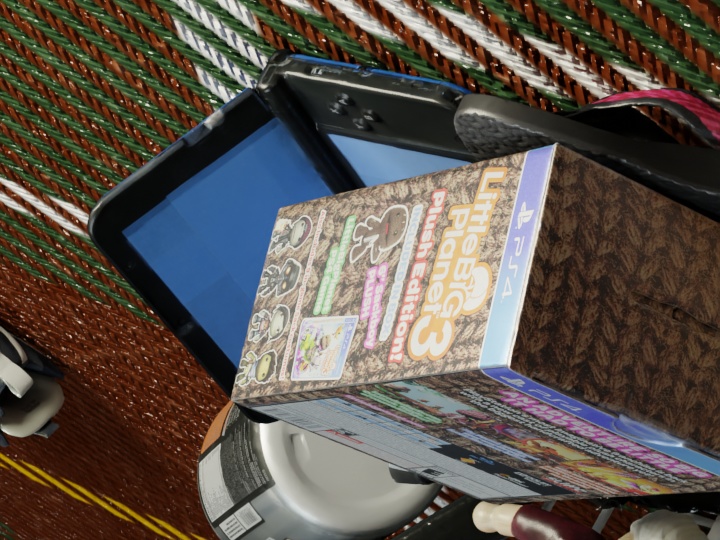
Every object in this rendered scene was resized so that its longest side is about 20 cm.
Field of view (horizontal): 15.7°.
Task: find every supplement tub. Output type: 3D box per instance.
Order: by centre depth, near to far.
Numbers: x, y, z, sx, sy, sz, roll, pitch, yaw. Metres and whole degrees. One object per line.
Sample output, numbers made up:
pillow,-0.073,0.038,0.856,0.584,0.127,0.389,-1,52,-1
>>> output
supplement tub,-0.027,0.113,1.549,0.122,0.123,0.200,31,160,-6

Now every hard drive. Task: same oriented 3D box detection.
hard drive,0.033,0.162,1.497,0.033,0.139,0.200,59,-179,6

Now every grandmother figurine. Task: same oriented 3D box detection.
grandmother figurine,0.096,0.170,1.309,0.200,0.061,0.121,-27,103,39

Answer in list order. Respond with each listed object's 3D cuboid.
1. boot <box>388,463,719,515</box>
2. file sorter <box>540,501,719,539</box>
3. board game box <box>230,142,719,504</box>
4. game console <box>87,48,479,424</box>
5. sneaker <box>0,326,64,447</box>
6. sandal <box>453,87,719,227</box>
boot,0.131,0.085,1.355,0.200,0.066,0.165,2,-168,16
file sorter,0.187,0.201,1.459,0.124,0.139,0.200,13,154,42
board game box,0.070,0.030,1.140,0.159,0.097,0.200,24,160,-32
game console,0.000,0.000,1.254,0.171,0.118,0.200,14,155,36
sneaker,-0.274,0.088,1.871,0.130,0.080,0.199,37,150,4
sandal,0.138,-0.046,1.088,0.200,0.045,0.075,13,164,2
